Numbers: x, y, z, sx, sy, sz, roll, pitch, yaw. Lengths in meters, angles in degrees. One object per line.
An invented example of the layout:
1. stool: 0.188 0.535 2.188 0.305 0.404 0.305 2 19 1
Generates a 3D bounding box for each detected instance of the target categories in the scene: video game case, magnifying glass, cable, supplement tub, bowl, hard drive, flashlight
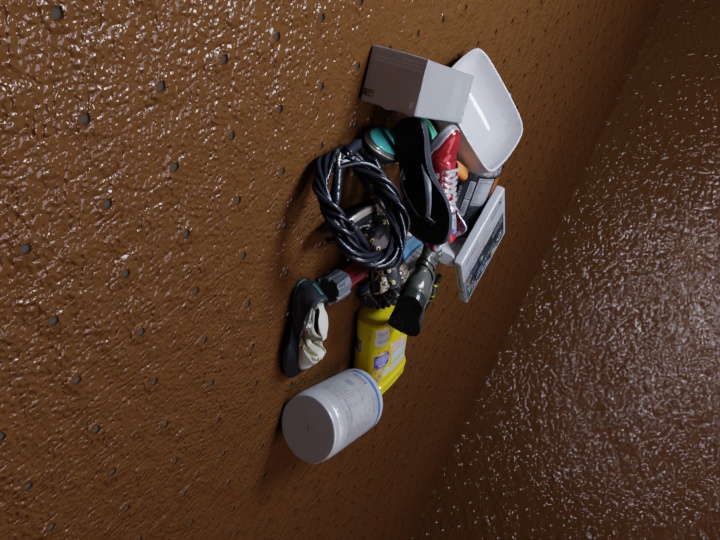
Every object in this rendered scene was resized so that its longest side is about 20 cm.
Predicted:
1. video game case: 0.264 -0.054 1.302 0.203 0.023 0.183 -58 155 -17
2. magnifying glass: 0.135 -0.202 1.035 0.198 0.022 0.083 20 76 -52
3. cable: 0.007 -0.091 0.894 0.163 0.050 0.205 -39 108 -49
4. supplement tub: -0.051 0.280 1.169 0.198 0.129 0.136 -12 125 -59
5. supplement tub: 0.230 -0.187 1.285 0.122 0.121 0.205 -32 146 -48
6. bowl: 0.215 -0.297 1.141 0.202 0.074 0.200 54 52 -14
7. hard drive: 0.187 -0.062 1.322 0.198 0.129 0.027 -19 131 -57
8. flashlight: 0.000 0.000 1.078 0.199 0.067 0.070 -33 143 -51

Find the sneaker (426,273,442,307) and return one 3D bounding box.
1. sneaker: 0.141 0.036 1.391 0.201 0.074 0.077 97 18 -71

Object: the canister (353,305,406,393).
1. canister: 0.046 0.156 1.303 0.148 0.085 0.205 -37 143 -42

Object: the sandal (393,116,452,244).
1. sandal: 0.089 -0.136 0.934 0.042 0.074 0.207 -23 96 -55

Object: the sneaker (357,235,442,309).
1. sneaker: 0.072 -0.003 1.209 0.198 0.090 0.079 -38 138 -7

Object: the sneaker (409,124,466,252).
1. sneaker: 0.139 -0.125 0.973 0.070 0.113 0.204 -17 142 -40

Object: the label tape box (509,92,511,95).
1. label tape box: 0.299 -0.306 1.401 0.146 0.062 0.201 -57 154 -15

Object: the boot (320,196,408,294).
1. boot: 0.016 -0.035 1.002 0.199 0.071 0.156 -35 112 -57

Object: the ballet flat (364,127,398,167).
1. ballet flat: 0.058 -0.204 1.013 0.064 0.068 0.198 -42 168 36

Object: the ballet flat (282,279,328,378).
1. ballet flat: -0.089 0.114 1.006 0.072 0.072 0.206 -30 139 -50

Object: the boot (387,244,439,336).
1. boot: 0.112 0.038 1.142 0.201 0.066 0.133 101 13 -63

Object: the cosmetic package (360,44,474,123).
1. cosmetic package: 0.095 -0.292 0.947 0.198 0.104 0.093 -15 124 -61
